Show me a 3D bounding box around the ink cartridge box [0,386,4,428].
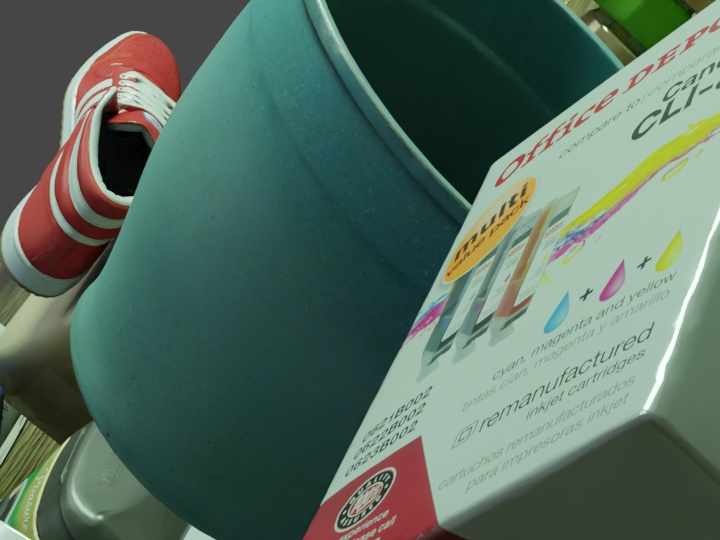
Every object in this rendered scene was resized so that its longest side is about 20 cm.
[{"bbox_3d":[-0.247,0.111,1.320,0.198,0.047,0.202,3,-85,-78],"label":"ink cartridge box"}]

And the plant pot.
[{"bbox_3d":[0.000,0.000,0.880,0.188,0.200,0.200,-45,14,27],"label":"plant pot"}]

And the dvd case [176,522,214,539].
[{"bbox_3d":[-0.019,0.130,0.911,0.199,0.018,0.143,-18,31,38],"label":"dvd case"}]

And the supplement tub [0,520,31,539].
[{"bbox_3d":[-0.190,0.214,1.018,0.200,0.145,0.144,-53,15,-21],"label":"supplement tub"}]

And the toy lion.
[{"bbox_3d":[0.084,-0.181,1.183,0.069,0.200,0.192,-46,33,10],"label":"toy lion"}]

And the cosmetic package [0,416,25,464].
[{"bbox_3d":[-0.333,0.146,1.758,0.200,0.073,0.104,-39,16,33],"label":"cosmetic package"}]

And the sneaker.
[{"bbox_3d":[-0.126,-0.082,1.349,0.112,0.071,0.201,-39,23,43],"label":"sneaker"}]

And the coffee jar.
[{"bbox_3d":[-0.159,0.156,1.196,0.200,0.085,0.105,-39,18,32],"label":"coffee jar"}]

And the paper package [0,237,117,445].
[{"bbox_3d":[-0.103,0.005,1.403,0.191,0.103,0.200,-55,15,-26],"label":"paper package"}]

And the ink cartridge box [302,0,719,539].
[{"bbox_3d":[0.098,0.044,0.633,0.145,0.145,0.200,-35,18,41],"label":"ink cartridge box"}]

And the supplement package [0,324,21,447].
[{"bbox_3d":[-0.324,0.104,1.477,0.151,0.150,0.201,-18,38,55],"label":"supplement package"}]
